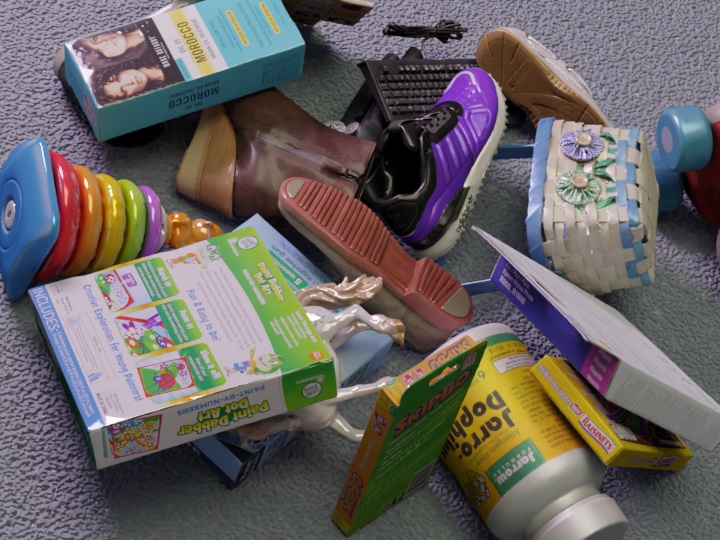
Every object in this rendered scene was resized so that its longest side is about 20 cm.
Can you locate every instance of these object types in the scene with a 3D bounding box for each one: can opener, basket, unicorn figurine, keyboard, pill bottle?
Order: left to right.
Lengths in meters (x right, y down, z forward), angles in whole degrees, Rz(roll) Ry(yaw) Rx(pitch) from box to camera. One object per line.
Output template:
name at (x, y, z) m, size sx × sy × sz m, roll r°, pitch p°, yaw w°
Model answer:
unicorn figurine at (-0.031, 0.088, 1.600) m, size 0.137 × 0.074 × 0.200 m, roll 1°, pitch 38°, yaw -1°
can opener at (0.010, -0.145, 1.865) m, size 0.063 × 0.079 × 0.200 m, roll -7°, pitch 40°, yaw 26°
keyboard at (0.076, -0.193, 1.893) m, size 0.199 × 0.021 × 0.127 m, roll -7°, pitch 63°, yaw -45°
pill bottle at (0.131, 0.152, 1.627) m, size 0.112 × 0.113 × 0.200 m, roll -19°, pitch 62°, yaw -30°
basket at (0.169, -0.055, 1.798) m, size 0.199 × 0.139 × 0.177 m, roll -9°, pitch 48°, yaw 18°

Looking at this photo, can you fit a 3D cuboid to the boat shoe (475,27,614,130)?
boat shoe at (0.200, -0.162, 1.918) m, size 0.200 × 0.071 × 0.069 m, roll 51°, pitch 33°, yaw 3°

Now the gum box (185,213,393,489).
gum box at (-0.098, 0.064, 1.663) m, size 0.170 × 0.045 × 0.200 m, roll 42°, pitch 53°, yaw 14°

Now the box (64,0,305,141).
box at (-0.156, -0.187, 1.749) m, size 0.199 × 0.049 × 0.082 m, roll -20°, pitch 61°, yaw -19°

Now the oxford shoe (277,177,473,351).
oxford shoe at (0.000, 0.000, 1.705) m, size 0.200 × 0.074 × 0.071 m, roll 40°, pitch 38°, yaw -3°

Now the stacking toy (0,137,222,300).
stacking toy at (-0.207, -0.039, 1.681) m, size 0.199 × 0.116 × 0.110 m, roll 5°, pitch 54°, yaw -29°

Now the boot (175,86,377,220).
boot at (-0.064, -0.129, 1.792) m, size 0.166 × 0.072 × 0.201 m, roll 13°, pitch 64°, yaw 9°

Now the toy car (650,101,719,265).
toy car at (0.381, -0.053, 1.849) m, size 0.183 × 0.177 × 0.201 m, roll -10°, pitch 69°, yaw -13°

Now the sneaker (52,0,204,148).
sneaker at (-0.173, -0.181, 1.819) m, size 0.199 × 0.075 × 0.106 m, roll -24°, pitch 68°, yaw -22°

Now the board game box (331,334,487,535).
board game box at (0.038, 0.127, 1.556) m, size 0.095 × 0.200 × 0.030 m, roll -30°, pitch 66°, yaw -34°

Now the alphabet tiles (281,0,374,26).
alphabet tiles at (-0.092, -0.259, 1.855) m, size 0.199 × 0.166 × 0.006 m, roll 9°, pitch 84°, yaw -12°

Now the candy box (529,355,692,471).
candy box at (0.214, 0.122, 1.659) m, size 0.102 × 0.026 × 0.200 m, roll 49°, pitch 14°, yaw 22°

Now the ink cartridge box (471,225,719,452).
ink cartridge box at (0.193, 0.058, 1.650) m, size 0.200 × 0.043 × 0.196 m, roll 27°, pitch 14°, yaw -37°

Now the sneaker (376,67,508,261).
sneaker at (0.067, -0.117, 1.787) m, size 0.099 × 0.069 × 0.201 m, roll 38°, pitch 57°, yaw -32°

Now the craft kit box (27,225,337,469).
craft kit box at (-0.143, 0.056, 1.554) m, size 0.197 × 0.049 × 0.200 m, roll -18°, pitch 38°, yaw -12°
